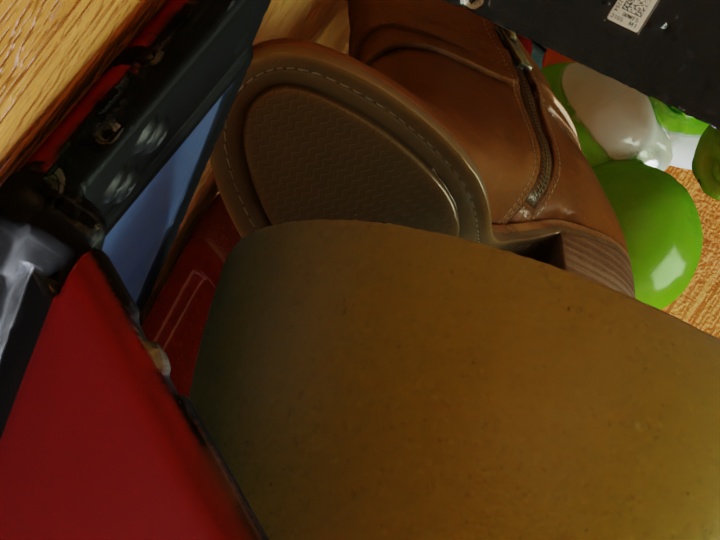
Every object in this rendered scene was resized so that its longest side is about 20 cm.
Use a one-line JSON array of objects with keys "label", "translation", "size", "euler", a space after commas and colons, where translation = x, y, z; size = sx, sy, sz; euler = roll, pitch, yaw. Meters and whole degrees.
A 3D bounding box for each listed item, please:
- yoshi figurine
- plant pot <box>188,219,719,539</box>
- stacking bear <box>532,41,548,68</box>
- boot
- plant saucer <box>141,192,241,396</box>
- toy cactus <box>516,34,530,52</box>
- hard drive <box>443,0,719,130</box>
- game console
[{"label": "yoshi figurine", "translation": [0.127, -0.042, 1.065], "size": [0.200, 0.112, 0.113], "euler": [-26, 128, -31]}, {"label": "plant pot", "translation": [0.027, 0.099, 0.741], "size": [0.200, 0.200, 0.142], "euler": [112, 2, -70]}, {"label": "stacking bear", "translation": [0.056, -0.059, 1.210], "size": [0.200, 0.114, 0.121], "euler": [-52, 170, 14]}, {"label": "boot", "translation": [0.013, -0.049, 0.909], "size": [0.074, 0.200, 0.155], "euler": [-32, -137, 20]}, {"label": "plant saucer", "translation": [-0.037, 0.097, 0.942], "size": [0.037, 0.200, 0.200], "euler": [-2, 132, -45]}, {"label": "toy cactus", "translation": [0.000, 0.000, 1.120], "size": [0.200, 0.102, 0.165], "euler": [-65, -171, -20]}, {"label": "hard drive", "translation": [0.114, -0.120, 0.855], "size": [0.140, 0.200, 0.038], "euler": [-59, -159, 21]}, {"label": "game console", "translation": [-0.048, 0.049, 0.704], "size": [0.172, 0.119, 0.200], "euler": [-54, 175, -39]}]
